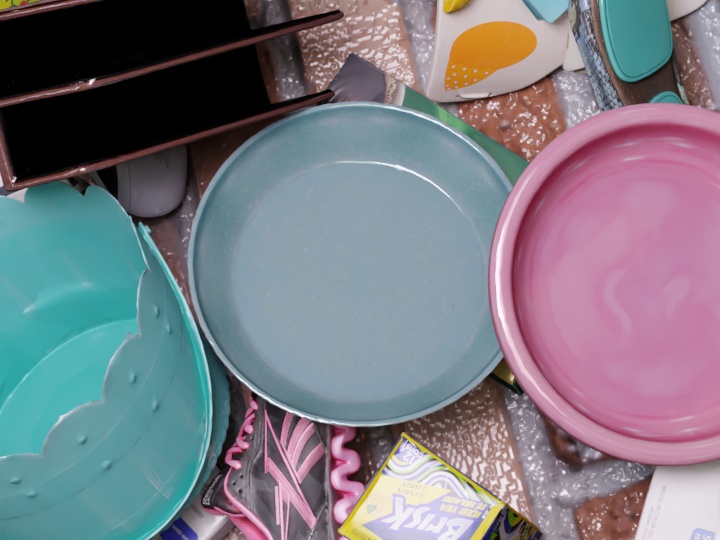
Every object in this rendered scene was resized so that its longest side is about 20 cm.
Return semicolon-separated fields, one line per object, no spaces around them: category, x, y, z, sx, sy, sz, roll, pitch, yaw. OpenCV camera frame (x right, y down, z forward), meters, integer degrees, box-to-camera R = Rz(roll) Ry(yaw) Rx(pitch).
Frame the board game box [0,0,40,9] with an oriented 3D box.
board game box;-0.248;-0.152;1.404;0.101;0.048;0.201;41;110;25

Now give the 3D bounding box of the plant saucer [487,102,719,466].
plant saucer;0.167;0.009;1.340;0.199;0.051;0.202;1;83;-6

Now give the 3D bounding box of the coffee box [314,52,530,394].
coffee box;0.045;-0.030;1.439;0.199;0.044;0.123;34;86;14

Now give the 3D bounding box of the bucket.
bucket;-0.180;0.067;1.379;0.206;0.135;0.208;-16;50;20

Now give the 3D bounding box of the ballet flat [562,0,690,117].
ballet flat;0.153;-0.107;1.402;0.074;0.074;0.201;-16;97;6

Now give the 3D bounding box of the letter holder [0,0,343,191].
letter holder;-0.097;-0.123;1.358;0.142;0.199;0.101;-6;101;49

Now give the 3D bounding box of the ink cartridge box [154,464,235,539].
ink cartridge box;-0.165;0.178;1.439;0.095;0.037;0.200;43;86;14

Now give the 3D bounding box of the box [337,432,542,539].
box;0.047;0.144;1.324;0.070;0.200;0.065;33;86;14

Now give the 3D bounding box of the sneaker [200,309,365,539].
sneaker;-0.049;0.110;1.401;0.095;0.079;0.202;-8;76;-10

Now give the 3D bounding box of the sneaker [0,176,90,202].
sneaker;-0.252;-0.029;1.474;0.198;0.079;0.130;28;88;12

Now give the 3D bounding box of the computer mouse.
computer mouse;-0.156;-0.129;1.475;0.044;0.109;0.201;-37;77;45

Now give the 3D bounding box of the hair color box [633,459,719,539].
hair color box;0.252;0.176;1.354;0.199;0.064;0.112;16;81;11

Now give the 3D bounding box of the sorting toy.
sorting toy;0.122;-0.217;1.451;0.178;0.107;0.202;-4;78;-11

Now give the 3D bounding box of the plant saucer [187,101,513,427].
plant saucer;0.000;0.000;1.383;0.198;0.036;0.202;0;67;-1
